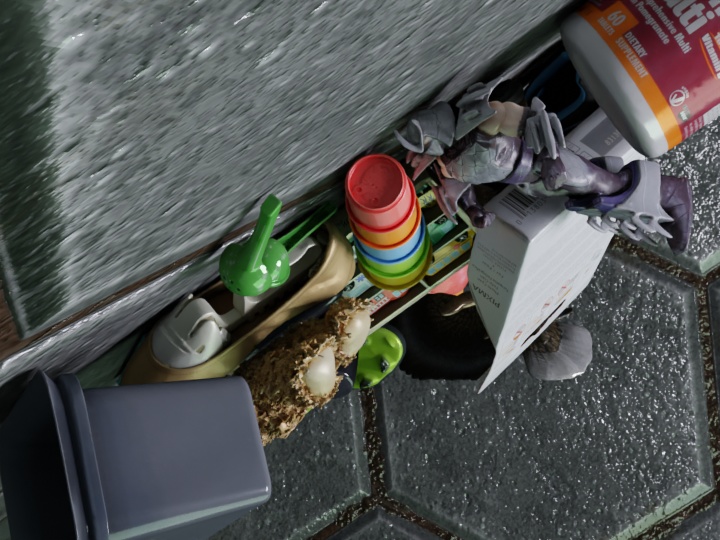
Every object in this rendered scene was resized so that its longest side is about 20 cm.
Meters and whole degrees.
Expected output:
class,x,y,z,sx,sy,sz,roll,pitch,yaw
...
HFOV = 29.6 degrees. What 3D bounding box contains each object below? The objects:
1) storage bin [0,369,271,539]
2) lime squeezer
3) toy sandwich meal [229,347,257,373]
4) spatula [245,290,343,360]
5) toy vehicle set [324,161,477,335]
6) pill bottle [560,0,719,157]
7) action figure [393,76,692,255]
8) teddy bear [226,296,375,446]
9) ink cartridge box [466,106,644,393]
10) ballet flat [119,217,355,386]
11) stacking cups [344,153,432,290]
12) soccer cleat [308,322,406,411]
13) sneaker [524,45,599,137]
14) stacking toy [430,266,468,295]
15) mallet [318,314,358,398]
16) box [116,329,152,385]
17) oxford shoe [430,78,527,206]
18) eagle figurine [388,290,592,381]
class,x,y,z,sx,sy,sz,roll,pitch,yaw
storage bin,-0.145,0.144,0.880,0.133,0.147,0.200,-7,163,-25
lime squeezer,-0.058,-0.018,0.860,0.200,0.038,0.071,-11,125,-81
toy sandwich meal,-0.053,0.026,1.255,0.204,0.071,0.205,-32,179,0
spatula,-0.089,0.078,1.107,0.200,0.021,0.057,-43,176,13
toy vehicle set,0.000,0.000,1.114,0.199,0.027,0.124,-36,141,13
pill bottle,0.236,-0.170,0.868,0.199,0.110,0.110,-35,177,6
action figure,0.111,-0.063,0.861,0.199,0.070,0.130,14,168,-21
teddy bear,-0.066,0.081,1.000,0.145,0.067,0.200,-52,-172,-29
ink cartridge box,0.140,-0.016,1.034,0.160,0.047,0.201,-41,158,-31
ballet flat,-0.093,0.025,0.961,0.200,0.069,0.063,-37,150,-14
stacking cups,0.020,-0.038,0.950,0.060,0.061,0.200,-34,166,-6
soccer cleat,-0.024,0.080,1.255,0.200,0.068,0.081,-31,-162,45
sneaker,0.147,-0.128,1.068,0.082,0.073,0.200,-20,161,-33
stacking toy,0.083,-0.034,1.458,0.146,0.146,0.200,-31,159,-52
mallet,-0.078,0.111,1.127,0.200,0.041,0.066,-37,-147,25
box,-0.140,0.070,1.090,0.082,0.049,0.200,-34,177,-21
oxford shoe,0.098,-0.084,0.985,0.072,0.085,0.200,-33,175,-2
eagle figurine,0.118,0.028,1.224,0.200,0.151,0.152,136,-33,-70
